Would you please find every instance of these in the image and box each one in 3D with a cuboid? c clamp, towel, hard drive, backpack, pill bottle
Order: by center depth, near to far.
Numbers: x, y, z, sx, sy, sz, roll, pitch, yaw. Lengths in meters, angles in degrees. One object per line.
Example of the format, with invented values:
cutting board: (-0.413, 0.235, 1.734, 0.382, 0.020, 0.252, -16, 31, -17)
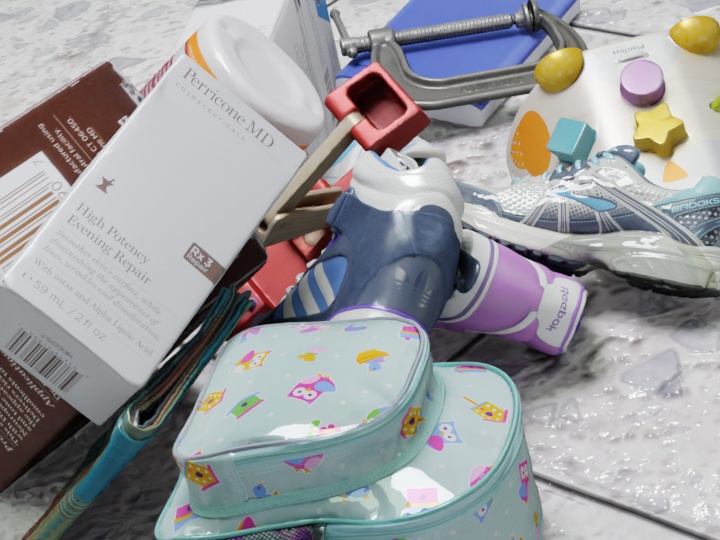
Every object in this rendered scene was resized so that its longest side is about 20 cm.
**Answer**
backpack: (-0.001, 0.114, 1.133, 0.199, 0.154, 0.176, 0, 27, 13)
towel: (-0.146, 0.103, 1.217, 0.200, 0.022, 0.147, -47, 5, 40)
pill bottle: (-0.129, -0.075, 1.464, 0.200, 0.114, 0.114, -43, 22, 22)
c clamp: (0.080, -0.184, 1.651, 0.199, 0.027, 0.171, -6, 36, -2)
hard drive: (0.083, -0.190, 1.705, 0.131, 0.025, 0.200, 14, 40, 24)

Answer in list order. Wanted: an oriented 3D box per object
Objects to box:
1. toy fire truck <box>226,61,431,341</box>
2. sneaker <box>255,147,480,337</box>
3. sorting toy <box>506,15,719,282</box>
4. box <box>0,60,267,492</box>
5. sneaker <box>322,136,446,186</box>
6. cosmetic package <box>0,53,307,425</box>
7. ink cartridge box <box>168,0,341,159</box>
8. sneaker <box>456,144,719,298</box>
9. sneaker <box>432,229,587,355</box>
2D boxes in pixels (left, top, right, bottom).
toy fire truck: (-0.033, -0.035, 1.348, 0.200, 0.141, 0.049, -42, 68, 1)
sneaker: (0.000, 0.000, 1.284, 0.200, 0.080, 0.147, -25, 44, 60)
sorting toy: (0.211, -0.072, 1.426, 0.199, 0.107, 0.181, -15, 49, 1)
box: (-0.197, 0.007, 1.298, 0.164, 0.166, 0.200, -40, 0, -36)
sneaker: (-0.006, -0.045, 1.483, 0.086, 0.075, 0.200, 22, 50, 24)
cosmetic package: (-0.126, -0.020, 1.183, 0.074, 0.102, 0.200, -39, 16, 55)
ink cartridge box: (-0.075, -0.151, 1.608, 0.085, 0.147, 0.200, -5, 31, 14)
sneaker: (0.150, -0.040, 1.350, 0.199, 0.078, 0.087, 13, 82, 16)
sneaker: (0.082, 0.020, 1.347, 0.114, 0.073, 0.200, 21, -1, -18)
